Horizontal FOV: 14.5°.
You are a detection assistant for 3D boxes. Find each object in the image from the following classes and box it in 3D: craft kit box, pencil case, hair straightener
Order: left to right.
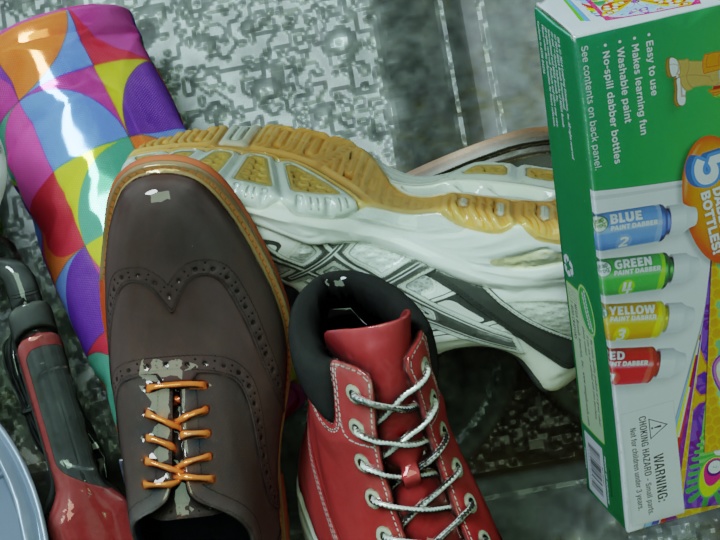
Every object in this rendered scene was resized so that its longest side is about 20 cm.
[{"bbox_3d":[-0.124,0.077,1.143,0.041,0.077,0.200,-22,97,-10],"label":"hair straightener"},{"bbox_3d":[-0.095,-0.011,1.163,0.088,0.088,0.200,-24,75,1],"label":"pencil case"},{"bbox_3d":[0.171,-0.021,1.036,0.197,0.049,0.200,-16,115,-14],"label":"craft kit box"}]

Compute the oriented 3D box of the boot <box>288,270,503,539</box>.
[{"bbox_3d":[0.025,0.097,1.026,0.072,0.144,0.200,-19,49,-15],"label":"boot"}]

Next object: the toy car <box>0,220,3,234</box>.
[{"bbox_3d":[-0.276,-0.063,1.192,0.164,0.158,0.200,-31,48,-12],"label":"toy car"}]

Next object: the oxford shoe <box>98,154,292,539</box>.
[{"bbox_3d":[-0.060,0.056,1.061,0.071,0.073,0.200,-7,112,6],"label":"oxford shoe"}]

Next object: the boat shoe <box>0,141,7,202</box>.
[{"bbox_3d":[-0.207,0.025,1.104,0.072,0.068,0.200,38,108,28],"label":"boat shoe"}]

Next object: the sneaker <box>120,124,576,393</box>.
[{"bbox_3d":[0.000,0.000,1.100,0.200,0.076,0.088,11,117,11],"label":"sneaker"}]

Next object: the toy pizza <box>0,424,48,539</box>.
[{"bbox_3d":[-0.202,0.137,1.145,0.200,0.032,0.200,-7,75,29],"label":"toy pizza"}]

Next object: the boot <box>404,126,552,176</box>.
[{"bbox_3d":[0.092,-0.007,1.142,0.200,0.075,0.097,-17,72,1],"label":"boot"}]
